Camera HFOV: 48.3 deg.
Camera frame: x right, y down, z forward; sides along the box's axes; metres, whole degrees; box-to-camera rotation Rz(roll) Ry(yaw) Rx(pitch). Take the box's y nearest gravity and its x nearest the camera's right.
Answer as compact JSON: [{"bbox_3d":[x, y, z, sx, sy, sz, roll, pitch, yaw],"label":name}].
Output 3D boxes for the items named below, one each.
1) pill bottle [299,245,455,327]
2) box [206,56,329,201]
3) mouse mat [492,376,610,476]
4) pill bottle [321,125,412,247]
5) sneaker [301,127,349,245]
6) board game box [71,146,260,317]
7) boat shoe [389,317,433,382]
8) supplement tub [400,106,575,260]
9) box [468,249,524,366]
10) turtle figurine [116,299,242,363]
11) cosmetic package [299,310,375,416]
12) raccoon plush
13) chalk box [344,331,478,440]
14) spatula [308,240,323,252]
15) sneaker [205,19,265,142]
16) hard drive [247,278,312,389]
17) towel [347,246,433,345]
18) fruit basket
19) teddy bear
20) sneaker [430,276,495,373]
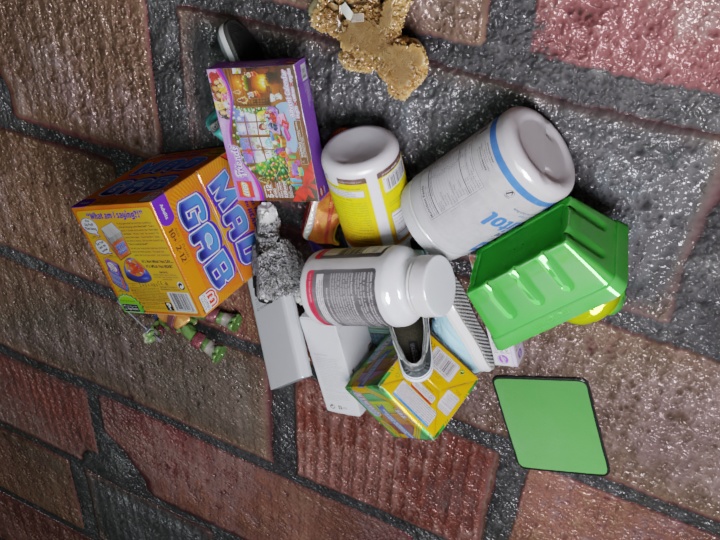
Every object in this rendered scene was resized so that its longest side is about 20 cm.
[{"bbox_3d":[0.024,0.022,1.099,0.200,0.111,0.111,-2,120,37],"label":"pill bottle"},{"bbox_3d":[-0.128,-0.194,1.131,0.137,0.039,0.200,3,121,23],"label":"box"},{"bbox_3d":[0.308,0.252,1.300,0.161,0.008,0.200,-3,121,33],"label":"mouse mat"},{"bbox_3d":[0.018,-0.098,1.145,0.109,0.109,0.200,10,139,26],"label":"pill bottle"},{"bbox_3d":[-0.035,-0.127,1.212,0.077,0.073,0.200,9,130,-10],"label":"sneaker"},{"bbox_3d":[-0.294,-0.065,1.300,0.200,0.200,0.200,1,122,37],"label":"board game box"},{"bbox_3d":[0.071,0.061,1.168,0.072,0.200,0.071,-13,151,-3],"label":"boat shoe"},{"bbox_3d":[0.164,-0.110,1.047,0.132,0.132,0.200,49,133,-8],"label":"supplement tub"},{"bbox_3d":[0.205,0.052,1.198,0.039,0.041,0.200,0,120,32],"label":"box"},{"bbox_3d":[-0.330,0.078,1.475,0.194,0.144,0.200,25,135,9],"label":"turtle figurine"},{"bbox_3d":[-0.028,0.136,1.360,0.074,0.102,0.200,4,125,28],"label":"cosmetic package"},{"bbox_3d":[-0.094,-0.016,1.239,0.134,0.097,0.200,-4,146,-15],"label":"raccoon plush"},{"bbox_3d":[0.068,0.181,1.274,0.124,0.124,0.200,44,159,-8],"label":"chalk box"},{"bbox_3d":[0.000,0.000,1.263,0.200,0.021,0.057,23,160,18],"label":"spatula"},{"bbox_3d":[-0.186,-0.260,1.192,0.121,0.084,0.200,-15,114,27],"label":"sneaker"},{"bbox_3d":[-0.140,0.093,1.361,0.132,0.026,0.200,-30,71,57],"label":"hard drive"},{"bbox_3d":[0.062,0.044,1.294,0.146,0.022,0.200,5,125,30],"label":"towel"},{"bbox_3d":[0.268,0.023,1.041,0.215,0.156,0.216,10,135,11],"label":"fruit basket"},{"bbox_3d":[0.015,-0.315,1.047,0.200,0.067,0.145,30,123,18],"label":"teddy bear"},{"bbox_3d":[0.133,0.084,1.235,0.082,0.074,0.200,-19,110,25],"label":"sneaker"}]
